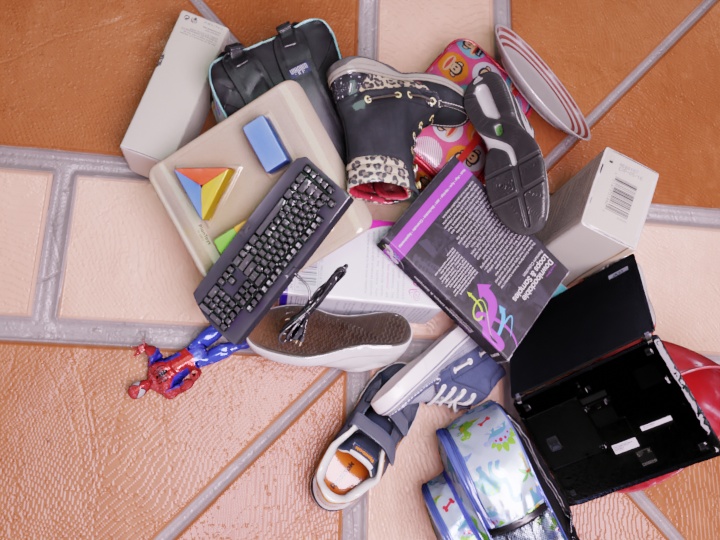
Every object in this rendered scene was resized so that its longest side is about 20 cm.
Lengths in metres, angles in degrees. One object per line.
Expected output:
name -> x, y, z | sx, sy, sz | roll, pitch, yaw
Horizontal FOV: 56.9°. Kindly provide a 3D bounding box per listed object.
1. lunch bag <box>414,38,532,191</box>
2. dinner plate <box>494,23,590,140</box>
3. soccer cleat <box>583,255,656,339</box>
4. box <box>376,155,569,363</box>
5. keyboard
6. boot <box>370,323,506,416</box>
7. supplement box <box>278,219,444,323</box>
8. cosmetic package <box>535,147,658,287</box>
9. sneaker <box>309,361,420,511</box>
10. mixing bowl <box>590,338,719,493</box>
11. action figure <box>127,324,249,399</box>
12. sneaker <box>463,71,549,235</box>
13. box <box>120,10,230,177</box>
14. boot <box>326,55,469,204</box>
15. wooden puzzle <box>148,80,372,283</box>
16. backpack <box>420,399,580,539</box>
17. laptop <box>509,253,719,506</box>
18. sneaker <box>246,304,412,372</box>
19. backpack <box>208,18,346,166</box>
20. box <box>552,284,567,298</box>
lunch bag -> 0.137, -0.192, 0.904 | 0.175, 0.082, 0.201 | 40, 73, -2
dinner plate -> 0.244, -0.252, 0.908 | 0.198, 0.024, 0.203 | 31, 38, -27
soccer cleat -> 0.320, 0.010, 0.827 | 0.067, 0.201, 0.087 | -8, 116, 11
box -> 0.134, -0.013, 0.779 | 0.200, 0.036, 0.143 | 44, 69, -1
keyboard -> -0.078, -0.004, 0.700 | 0.126, 0.021, 0.201 | 39, 97, 1
boot -> 0.101, 0.135, 0.789 | 0.198, 0.073, 0.091 | -33, 85, -39
supplement box -> 0.000, 0.000, 0.819 | 0.194, 0.104, 0.104 | 6, 74, -6
cosmetic package -> 0.272, -0.055, 0.824 | 0.072, 0.200, 0.105 | 25, 74, 0
sneaker -> 0.015, 0.195, 0.784 | 0.078, 0.080, 0.202 | 34, 72, 2
mixing bowl -> 0.339, 0.158, 0.804 | 0.195, 0.204, 0.109 | -16, 38, -13
action figure -> -0.185, 0.089, 0.773 | 0.197, 0.099, 0.066 | -32, 81, -12
sneaker -> 0.196, -0.133, 0.801 | 0.075, 0.114, 0.205 | -24, 70, 31
box -> -0.231, -0.218, 0.850 | 0.067, 0.082, 0.204 | 19, 72, -4
boot -> 0.055, -0.150, 0.770 | 0.200, 0.073, 0.158 | 6, 69, -33
wooden puzzle -> -0.110, -0.081, 0.726 | 0.197, 0.046, 0.188 | -30, 91, 1
backpack -> 0.147, 0.259, 0.733 | 0.144, 0.183, 0.204 | -24, 82, -1
laptop -> 0.265, 0.120, 0.729 | 0.103, 0.176, 0.203 | -17, 76, -56
sneaker -> -0.040, 0.094, 0.793 | 0.194, 0.085, 0.074 | 4, 55, -9
backpack -> -0.081, -0.173, 0.822 | 0.173, 0.153, 0.203 | -25, 82, -14
box -> 0.178, 0.000, 0.856 | 0.199, 0.082, 0.049 | 40, 73, 3
